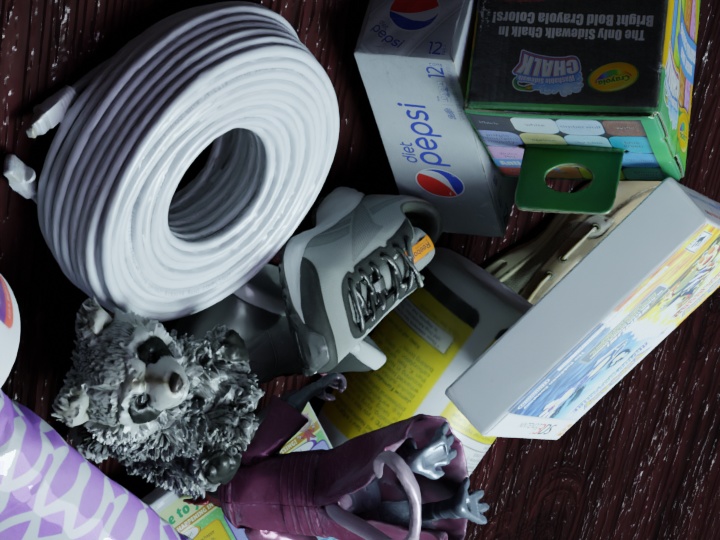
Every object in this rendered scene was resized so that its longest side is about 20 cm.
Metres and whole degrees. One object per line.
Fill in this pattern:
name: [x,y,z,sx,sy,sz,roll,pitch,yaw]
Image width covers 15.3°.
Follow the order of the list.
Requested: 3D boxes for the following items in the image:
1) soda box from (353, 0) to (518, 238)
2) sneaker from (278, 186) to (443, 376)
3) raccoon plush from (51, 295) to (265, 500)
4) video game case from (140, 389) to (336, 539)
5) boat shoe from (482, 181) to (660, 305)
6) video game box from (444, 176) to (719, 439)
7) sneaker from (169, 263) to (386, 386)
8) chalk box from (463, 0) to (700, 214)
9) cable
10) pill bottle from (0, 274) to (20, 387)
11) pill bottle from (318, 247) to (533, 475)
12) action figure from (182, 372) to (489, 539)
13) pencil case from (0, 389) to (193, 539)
soda box: [0.052,-0.102,1.717,0.200,0.068,0.064,69,32,-55]
sneaker: [0.000,0.000,1.685,0.200,0.079,0.074,-62,143,-59]
raccoon plush: [-0.155,0.085,1.591,0.134,0.097,0.200,19,147,-36]
video game case: [-0.076,0.209,1.789,0.200,0.022,0.183,-36,110,-24]
boat shoe: [0.162,-0.005,1.982,0.200,0.065,0.072,-35,146,-25]
video game box: [0.161,0.030,1.748,0.200,0.047,0.182,-44,166,12]
sneaker: [-0.064,0.054,1.752,0.099,0.071,0.200,-51,147,10]
chalk box: [0.140,-0.127,1.671,0.124,0.124,0.201,50,46,-68]
cable: [-0.098,-0.064,1.575,0.200,0.069,0.200,-43,148,-14]
pill bottle: [-0.264,0.000,1.384,0.111,0.111,0.200,-47,149,-7]
pill bottle: [0.042,0.095,1.882,0.200,0.114,0.114,-55,149,7]
action figure: [-0.026,0.149,1.703,0.149,0.199,0.135,-45,128,-63]
pencil case: [-0.178,0.142,1.585,0.084,0.086,0.200,-38,122,13]
